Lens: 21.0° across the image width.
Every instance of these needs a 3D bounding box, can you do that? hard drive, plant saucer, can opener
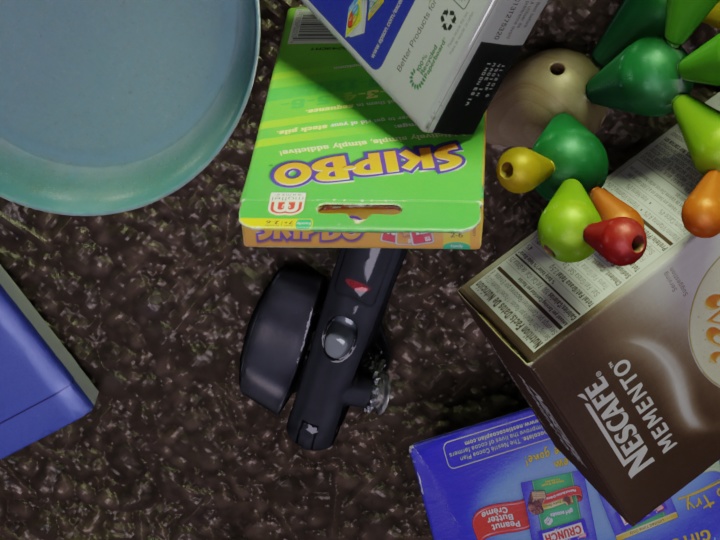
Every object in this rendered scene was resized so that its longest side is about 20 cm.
[{"bbox_3d":[-0.245,0.020,0.991,0.132,0.025,0.200,-27,113,18],"label":"hard drive"},{"bbox_3d":[-0.135,-0.123,0.882,0.199,0.027,0.201,6,113,15],"label":"plant saucer"},{"bbox_3d":[0.000,0.000,0.937,0.078,0.063,0.201,21,119,-6],"label":"can opener"}]

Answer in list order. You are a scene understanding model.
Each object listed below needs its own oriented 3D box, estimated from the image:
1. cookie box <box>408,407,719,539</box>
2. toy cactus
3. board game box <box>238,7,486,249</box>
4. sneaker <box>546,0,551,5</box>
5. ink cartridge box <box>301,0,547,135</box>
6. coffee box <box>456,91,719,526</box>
[{"bbox_3d":[0.133,0.160,0.946,0.171,0.075,0.201,-18,76,14],"label":"cookie box"},{"bbox_3d":[0.104,-0.082,0.842,0.102,0.201,0.165,34,156,-30],"label":"toy cactus"},{"bbox_3d":[0.006,-0.061,0.824,0.095,0.200,0.030,1,119,5],"label":"board game box"},{"bbox_3d":[0.089,-0.189,0.823,0.200,0.074,0.087,-44,81,13],"label":"sneaker"},{"bbox_3d":[0.002,-0.153,0.813,0.037,0.200,0.095,-2,131,-45],"label":"ink cartridge box"},{"bbox_3d":[0.159,0.003,0.864,0.200,0.080,0.115,-37,123,-3],"label":"coffee box"}]
